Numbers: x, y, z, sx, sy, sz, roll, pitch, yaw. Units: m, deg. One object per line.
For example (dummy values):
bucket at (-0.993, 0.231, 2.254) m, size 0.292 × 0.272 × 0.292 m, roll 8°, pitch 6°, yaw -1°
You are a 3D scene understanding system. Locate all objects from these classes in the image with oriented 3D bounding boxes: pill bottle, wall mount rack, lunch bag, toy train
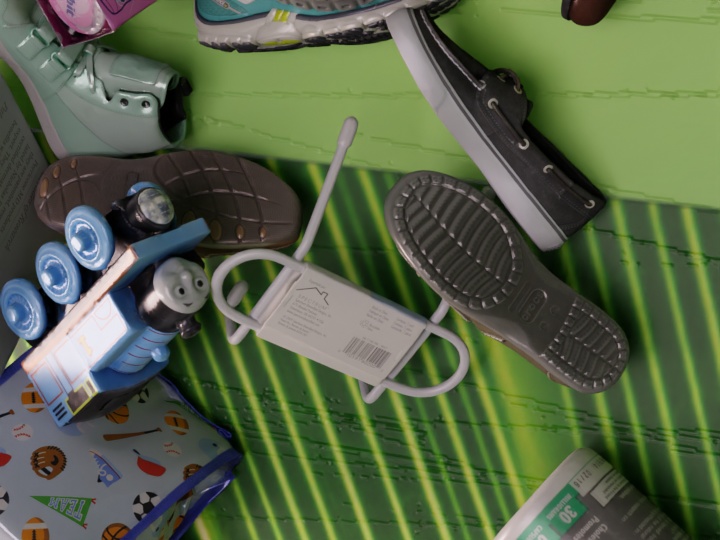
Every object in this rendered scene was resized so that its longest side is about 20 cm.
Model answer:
pill bottle at (0.190, 0.224, 1.618) m, size 0.200 × 0.113 × 0.113 m, roll 41°, pitch 115°, yaw 10°
wall mount rack at (0.000, 0.000, 1.645) m, size 0.200 × 0.075 × 0.174 m, roll 25°, pitch 119°, yaw -23°
lunch bag at (-0.207, 0.147, 1.741) m, size 0.170 × 0.200 × 0.124 m, roll 39°, pitch 147°, yaw 10°
toy train at (-0.171, 0.022, 1.654) m, size 0.114 × 0.087 × 0.200 m, roll 57°, pitch 136°, yaw 8°

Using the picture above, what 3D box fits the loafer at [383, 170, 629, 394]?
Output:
loafer at (0.091, 0.014, 1.617) m, size 0.200 × 0.070 × 0.075 m, roll 44°, pitch 75°, yaw -5°

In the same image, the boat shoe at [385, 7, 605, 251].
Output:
boat shoe at (0.091, -0.103, 1.597) m, size 0.057 × 0.069 × 0.200 m, roll -34°, pitch 109°, yaw 11°

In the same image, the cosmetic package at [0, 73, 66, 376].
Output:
cosmetic package at (-0.337, -0.047, 1.713) m, size 0.167 × 0.166 × 0.200 m, roll 2°, pitch 140°, yaw 23°

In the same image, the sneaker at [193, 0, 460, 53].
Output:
sneaker at (-0.028, -0.194, 1.642) m, size 0.200 × 0.077 × 0.080 m, roll -1°, pitch 92°, yaw 24°

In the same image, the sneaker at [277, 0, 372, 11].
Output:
sneaker at (0.013, -0.238, 1.585) m, size 0.200 × 0.075 × 0.087 m, roll -21°, pitch 55°, yaw -5°

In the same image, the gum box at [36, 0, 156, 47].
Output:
gum box at (-0.195, -0.269, 1.615) m, size 0.066 × 0.113 × 0.200 m, roll -11°, pitch 113°, yaw 50°

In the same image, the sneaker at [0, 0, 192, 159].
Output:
sneaker at (-0.191, -0.163, 1.688) m, size 0.118 × 0.074 × 0.201 m, roll -3°, pitch 134°, yaw 26°

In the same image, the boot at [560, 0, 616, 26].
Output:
boot at (0.251, -0.181, 1.531) m, size 0.200 × 0.068 × 0.188 m, roll 43°, pitch 102°, yaw 7°

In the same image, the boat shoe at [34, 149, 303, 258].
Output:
boat shoe at (-0.134, -0.043, 1.726) m, size 0.200 × 0.072 × 0.076 m, roll 8°, pitch 69°, yaw 16°
